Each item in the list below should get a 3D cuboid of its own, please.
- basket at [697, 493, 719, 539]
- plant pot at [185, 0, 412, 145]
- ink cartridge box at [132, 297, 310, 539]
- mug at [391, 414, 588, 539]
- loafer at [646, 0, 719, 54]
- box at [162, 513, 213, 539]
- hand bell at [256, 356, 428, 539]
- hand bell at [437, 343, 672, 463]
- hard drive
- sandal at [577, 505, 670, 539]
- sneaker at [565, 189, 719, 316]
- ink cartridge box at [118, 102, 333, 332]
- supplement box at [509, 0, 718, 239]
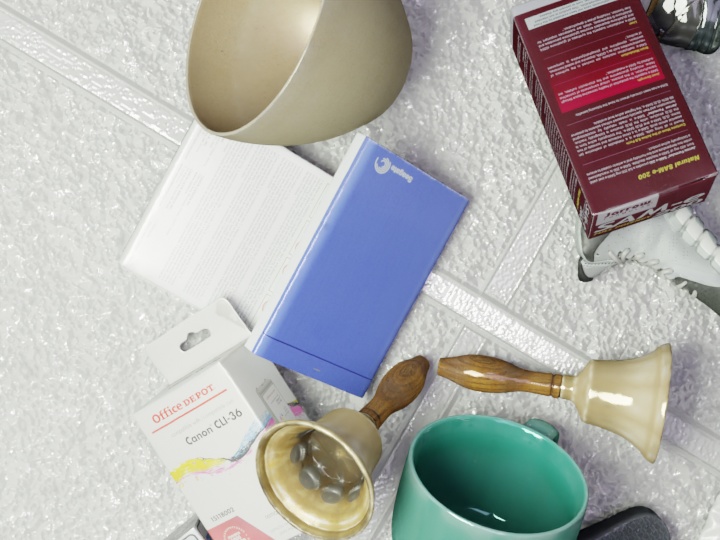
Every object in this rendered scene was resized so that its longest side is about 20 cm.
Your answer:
[{"bbox_3d":[0.410,0.229,0.956,0.159,0.200,0.200,25,94,-8],"label":"basket"},{"bbox_3d":[-0.036,-0.187,0.937,0.133,0.200,0.202,17,95,-37],"label":"plant pot"},{"bbox_3d":[-0.113,0.138,0.981,0.116,0.067,0.201,-31,94,29],"label":"ink cartridge box"},{"bbox_3d":[0.115,0.209,0.953,0.183,0.152,0.116,-4,122,-28],"label":"mug"},{"bbox_3d":[0.288,-0.291,0.977,0.071,0.073,0.203,8,93,3],"label":"loafer"},{"bbox_3d":[-0.126,0.331,1.019,0.116,0.060,0.201,-37,94,2],"label":"box"},{"bbox_3d":[0.010,0.122,0.946,0.103,0.200,0.105,13,120,25],"label":"hand bell"},{"bbox_3d":[0.166,0.099,1.006,0.197,0.104,0.106,10,94,11],"label":"hand bell"},{"bbox_3d":[0.000,0.000,0.981,0.131,0.025,0.202,26,94,-39],"label":"hard drive"},{"bbox_3d":[0.182,0.268,1.033,0.198,0.043,0.077,-14,103,-5],"label":"sandal"},{"bbox_3d":[0.252,-0.007,1.002,0.115,0.075,0.201,-36,84,7],"label":"sneaker"},{"bbox_3d":[-0.090,-0.029,1.008,0.199,0.050,0.162,29,93,-13],"label":"ink cartridge box"},{"bbox_3d":[0.207,-0.140,0.955,0.108,0.061,0.202,-17,70,1],"label":"supplement box"}]
